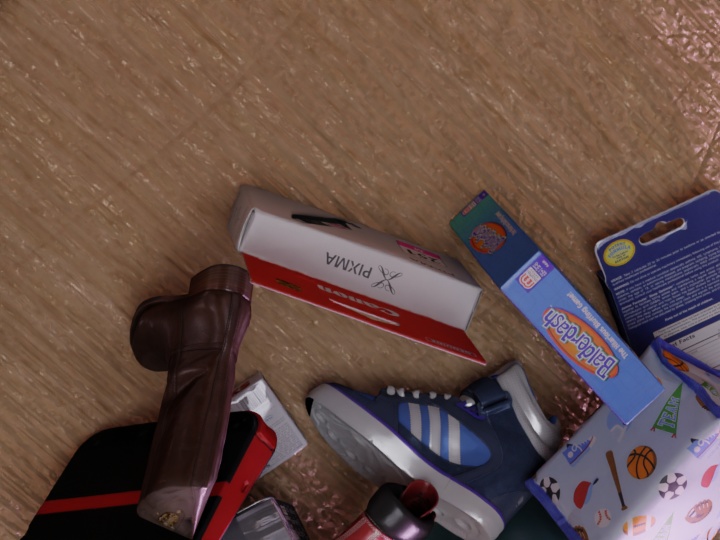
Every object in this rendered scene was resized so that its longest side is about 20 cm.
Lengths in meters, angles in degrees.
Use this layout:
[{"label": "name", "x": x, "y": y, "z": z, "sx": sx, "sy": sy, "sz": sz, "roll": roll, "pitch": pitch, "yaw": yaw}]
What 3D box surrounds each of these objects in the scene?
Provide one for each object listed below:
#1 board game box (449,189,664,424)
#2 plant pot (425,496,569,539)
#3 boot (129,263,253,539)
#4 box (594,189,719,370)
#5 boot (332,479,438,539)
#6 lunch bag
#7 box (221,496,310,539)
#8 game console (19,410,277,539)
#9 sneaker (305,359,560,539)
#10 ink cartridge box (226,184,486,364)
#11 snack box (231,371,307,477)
[{"label": "board game box", "x": 0.150, "y": 0.025, "z": 1.542, "sx": 0.045, "sy": 0.200, "sz": 0.152, "roll": -42, "pitch": 106, "yaw": 5}, {"label": "plant pot", "x": 0.147, "y": 0.300, "z": 1.634, "sx": 0.198, "sy": 0.161, "sz": 0.203, "roll": -2, "pitch": 106, "yaw": -9}, {"label": "boot", "x": -0.145, "y": 0.115, "z": 1.487, "sx": 0.064, "sy": 0.186, "sz": 0.202, "roll": 17, "pitch": 61, "yaw": -19}, {"label": "box", "x": 0.277, "y": 0.038, "z": 1.652, "sx": 0.120, "sy": 0.032, "sz": 0.201, "roll": -24, "pitch": 110, "yaw": -3}, {"label": "boot", "x": 0.019, "y": 0.239, "z": 1.596, "sx": 0.144, "sy": 0.200, "sz": 0.072, "roll": -44, "pitch": 68, "yaw": -3}, {"label": "lunch bag", "x": 0.258, "y": 0.165, "z": 1.602, "sx": 0.170, "sy": 0.124, "sz": 0.199, "roll": -49, "pitch": 139, "yaw": 14}, {"label": "box", "x": -0.120, "y": 0.239, "z": 1.555, "sx": 0.157, "sy": 0.200, "sz": 0.050, "roll": -28, "pitch": 81, "yaw": -1}, {"label": "game console", "x": -0.170, "y": 0.182, "z": 1.511, "sx": 0.198, "sy": 0.178, "sz": 0.031, "roll": -11, "pitch": 125, "yaw": 34}, {"label": "sneaker", "x": 0.070, "y": 0.119, "z": 1.630, "sx": 0.199, "sy": 0.081, "sz": 0.147, "roll": 34, "pitch": 64, "yaw": 10}, {"label": "ink cartridge box", "x": 0.000, "y": 0.000, "z": 1.523, "sx": 0.198, "sy": 0.174, "sz": 0.044, "roll": 19, "pitch": 100, "yaw": -14}, {"label": "snack box", "x": -0.145, "y": 0.170, "z": 1.623, "sx": 0.199, "sy": 0.024, "sz": 0.072, "roll": -34, "pitch": 108, "yaw": 1}]
